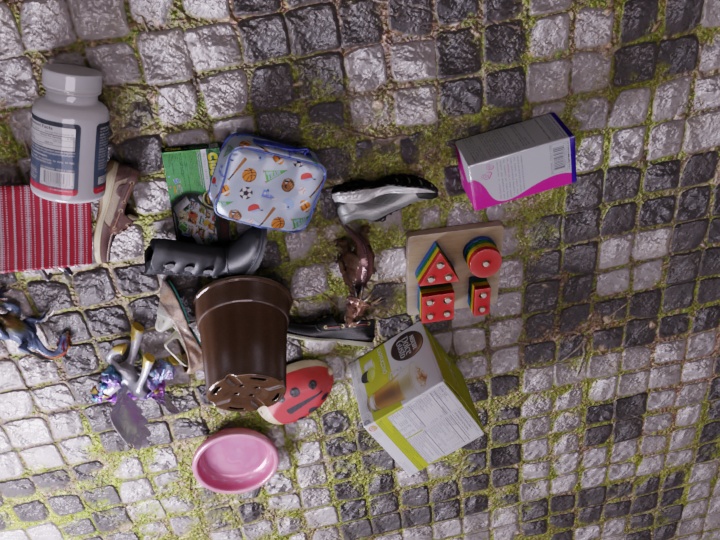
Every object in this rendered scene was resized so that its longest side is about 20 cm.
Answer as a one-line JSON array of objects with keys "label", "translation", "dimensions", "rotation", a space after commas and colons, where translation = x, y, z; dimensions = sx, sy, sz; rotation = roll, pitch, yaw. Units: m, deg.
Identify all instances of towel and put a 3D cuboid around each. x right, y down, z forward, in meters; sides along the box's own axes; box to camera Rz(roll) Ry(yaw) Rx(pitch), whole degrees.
[{"label": "towel", "translation": [-0.555, -0.072, 1.332], "dimensions": [0.198, 0.022, 0.147], "rotation": [-6, 105, -35]}]

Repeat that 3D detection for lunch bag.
[{"label": "lunch bag", "translation": [-0.161, -0.158, 1.406], "dimensions": [0.198, 0.076, 0.162], "rotation": [9, 117, -27]}]

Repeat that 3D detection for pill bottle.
[{"label": "pill bottle", "translation": [-0.466, -0.221, 1.270], "dimensions": [0.118, 0.120, 0.203], "rotation": [5, 112, -15]}]

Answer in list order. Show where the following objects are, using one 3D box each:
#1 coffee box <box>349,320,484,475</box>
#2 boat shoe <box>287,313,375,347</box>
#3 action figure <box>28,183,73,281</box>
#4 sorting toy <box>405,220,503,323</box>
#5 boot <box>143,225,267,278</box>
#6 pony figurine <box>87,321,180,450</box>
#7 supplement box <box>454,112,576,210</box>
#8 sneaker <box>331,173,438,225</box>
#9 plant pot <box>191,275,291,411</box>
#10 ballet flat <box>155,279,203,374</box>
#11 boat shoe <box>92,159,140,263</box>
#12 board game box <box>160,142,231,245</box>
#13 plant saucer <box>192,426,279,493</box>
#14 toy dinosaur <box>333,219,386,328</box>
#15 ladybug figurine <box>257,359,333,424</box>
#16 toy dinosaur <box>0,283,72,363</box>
[{"label": "coffee box", "translation": [0.120, 0.274, 1.704], "dimensions": [0.196, 0.201, 0.200], "rotation": [-32, 125, 11]}, {"label": "boat shoe", "translation": [-0.068, 0.121, 1.644], "dimensions": [0.198, 0.074, 0.064], "rotation": [4, 89, -3]}, {"label": "action figure", "translation": [-0.565, -0.082, 1.370], "dimensions": [0.199, 0.105, 0.193], "rotation": [-37, 133, 16]}, {"label": "sorting toy", "translation": [0.196, 0.012, 1.614], "dimensions": [0.197, 0.070, 0.201], "rotation": [-7, 126, -6]}, {"label": "boot", "translation": [-0.286, -0.039, 1.451], "dimensions": [0.198, 0.066, 0.165], "rotation": [10, 139, -23]}, {"label": "pony figurine", "translation": [-0.453, 0.234, 1.605], "dimensions": [0.193, 0.167, 0.200], "rotation": [41, 117, 2]}, {"label": "supplement box", "translation": [0.286, -0.202, 1.461], "dimensions": [0.197, 0.104, 0.102], "rotation": [-16, 128, -2]}, {"label": "sneaker", "translation": [0.048, -0.131, 1.473], "dimensions": [0.197, 0.074, 0.080], "rotation": [-7, 113, 1]}, {"label": "plant pot", "translation": [-0.223, 0.149, 1.511], "dimensions": [0.197, 0.200, 0.201], "rotation": [-6, 146, -4]}, {"label": "ballet flat", "translation": [-0.360, 0.117, 1.544], "dimensions": [0.067, 0.068, 0.202], "rotation": [-29, 110, -21]}, {"label": "boat shoe", "translation": [-0.431, -0.097, 1.406], "dimensions": [0.071, 0.072, 0.202], "rotation": [10, 116, -17]}, {"label": "board game box", "translation": [-0.296, -0.134, 1.436], "dimensions": [0.103, 0.024, 0.202], "rotation": [-4, 126, -6]}, {"label": "plant saucer", "translation": [-0.288, 0.432, 1.824], "dimensions": [0.198, 0.051, 0.203], "rotation": [-6, 126, -8]}, {"label": "toy dinosaur", "translation": [0.000, 0.000, 1.523], "dimensions": [0.085, 0.136, 0.202], "rotation": [-8, 126, -6]}, {"label": "ladybug figurine", "translation": [-0.141, 0.272, 1.727], "dimensions": [0.199, 0.072, 0.136], "rotation": [-35, 124, 14]}, {"label": "toy dinosaur", "translation": [-0.651, 0.107, 1.524], "dimensions": [0.198, 0.106, 0.182], "rotation": [11, 147, 26]}]
